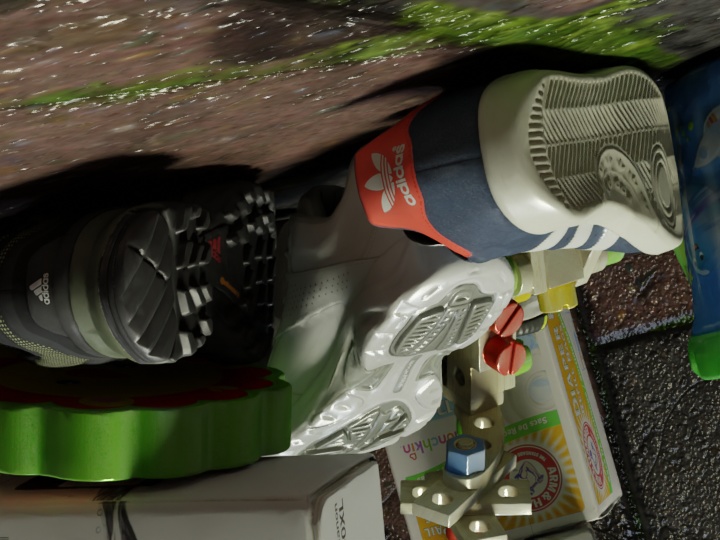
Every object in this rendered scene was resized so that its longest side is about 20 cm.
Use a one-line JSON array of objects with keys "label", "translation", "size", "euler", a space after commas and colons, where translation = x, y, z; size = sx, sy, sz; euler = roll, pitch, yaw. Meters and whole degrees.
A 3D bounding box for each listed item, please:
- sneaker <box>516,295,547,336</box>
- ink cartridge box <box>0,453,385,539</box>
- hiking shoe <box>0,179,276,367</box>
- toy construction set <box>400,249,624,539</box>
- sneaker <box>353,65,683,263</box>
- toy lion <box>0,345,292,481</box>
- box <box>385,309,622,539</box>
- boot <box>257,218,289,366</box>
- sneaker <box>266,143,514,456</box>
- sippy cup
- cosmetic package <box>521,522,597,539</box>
[{"label": "sneaker", "translation": [0.000, 0.000, 0.963], "size": [0.199, 0.077, 0.075], "euler": [-1, 179, 3]}, {"label": "ink cartridge box", "translation": [-0.088, 0.153, 0.708], "size": [0.199, 0.146, 0.083], "euler": [-4, -175, 19]}, {"label": "hiking shoe", "translation": [-0.093, 0.000, 0.692], "size": [0.100, 0.076, 0.200], "euler": [2, 178, 12]}, {"label": "toy construction set", "translation": [0.063, 0.027, 0.843], "size": [0.092, 0.201, 0.131], "euler": [-2, -158, -36]}, {"label": "sneaker", "translation": [0.064, -0.038, 0.686], "size": [0.084, 0.075, 0.200], "euler": [-12, 171, 26]}, {"label": "toy lion", "translation": [-0.115, 0.051, 0.759], "size": [0.191, 0.069, 0.200], "euler": [3, -173, 17]}, {"label": "box", "translation": [0.068, 0.056, 1.036], "size": [0.112, 0.201, 0.101], "euler": [-16, 176, 15]}, {"label": "boot", "translation": [-0.073, 0.069, 0.876], "size": [0.075, 0.200, 0.074], "euler": [-6, 146, 27]}, {"label": "sneaker", "translation": [-0.003, 0.016, 0.783], "size": [0.078, 0.100, 0.200], "euler": [-6, 150, -33]}, {"label": "sippy cup", "translation": [0.193, -0.033, 0.767], "size": [0.178, 0.131, 0.140], "euler": [-18, 177, 34]}, {"label": "cosmetic package", "translation": [0.104, 0.201, 0.988], "size": [0.085, 0.108, 0.200], "euler": [-16, 170, 4]}]
